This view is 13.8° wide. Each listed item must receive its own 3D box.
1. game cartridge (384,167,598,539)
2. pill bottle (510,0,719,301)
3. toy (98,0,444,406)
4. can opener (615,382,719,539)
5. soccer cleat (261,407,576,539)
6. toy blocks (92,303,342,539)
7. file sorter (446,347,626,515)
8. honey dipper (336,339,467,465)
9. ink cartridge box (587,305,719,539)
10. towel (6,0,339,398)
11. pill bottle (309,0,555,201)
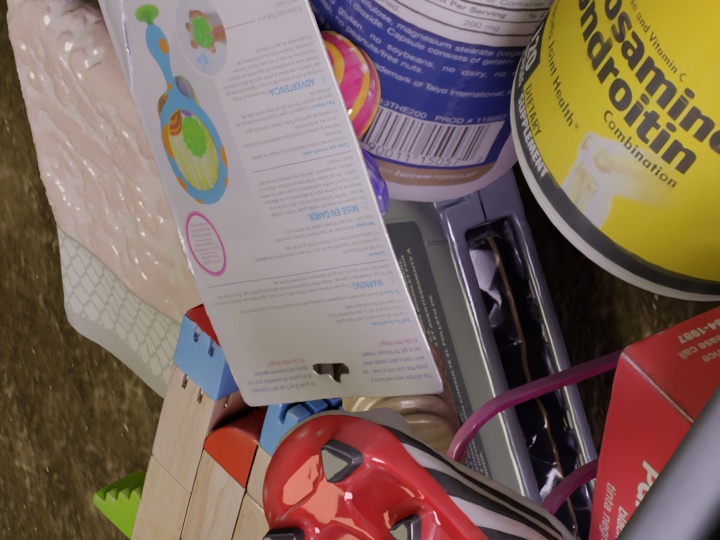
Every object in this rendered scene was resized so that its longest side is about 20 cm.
[{"bbox_3d":[0.040,0.043,1.122,0.133,0.041,0.201,-4,103,66],"label":"game cartridge"},{"bbox_3d":[0.126,-0.083,0.849,0.112,0.112,0.200,59,148,17],"label":"pill bottle"},{"bbox_3d":[-0.027,-0.058,0.965,0.115,0.047,0.201,-7,108,56],"label":"toy"},{"bbox_3d":[0.116,0.027,0.763,0.053,0.201,0.066,29,173,37],"label":"can opener"},{"bbox_3d":[0.056,0.111,0.871,0.200,0.085,0.069,40,109,10],"label":"soccer cleat"},{"bbox_3d":[-0.011,0.094,1.121,0.200,0.100,0.137,42,136,27],"label":"toy blocks"},{"bbox_3d":[0.126,0.126,0.951,0.200,0.138,0.126,43,138,38],"label":"file sorter"},{"bbox_3d":[0.000,0.000,1.038,0.200,0.038,0.038,-106,17,-50],"label":"honey dipper"},{"bbox_3d":[0.181,0.085,0.824,0.200,0.146,0.083,45,143,37],"label":"ink cartridge box"},{"bbox_3d":[-0.071,-0.008,1.213,0.200,0.032,0.192,36,147,37],"label":"towel"},{"bbox_3d":[0.037,-0.122,0.974,0.111,0.111,0.200,57,147,22],"label":"pill bottle"}]
